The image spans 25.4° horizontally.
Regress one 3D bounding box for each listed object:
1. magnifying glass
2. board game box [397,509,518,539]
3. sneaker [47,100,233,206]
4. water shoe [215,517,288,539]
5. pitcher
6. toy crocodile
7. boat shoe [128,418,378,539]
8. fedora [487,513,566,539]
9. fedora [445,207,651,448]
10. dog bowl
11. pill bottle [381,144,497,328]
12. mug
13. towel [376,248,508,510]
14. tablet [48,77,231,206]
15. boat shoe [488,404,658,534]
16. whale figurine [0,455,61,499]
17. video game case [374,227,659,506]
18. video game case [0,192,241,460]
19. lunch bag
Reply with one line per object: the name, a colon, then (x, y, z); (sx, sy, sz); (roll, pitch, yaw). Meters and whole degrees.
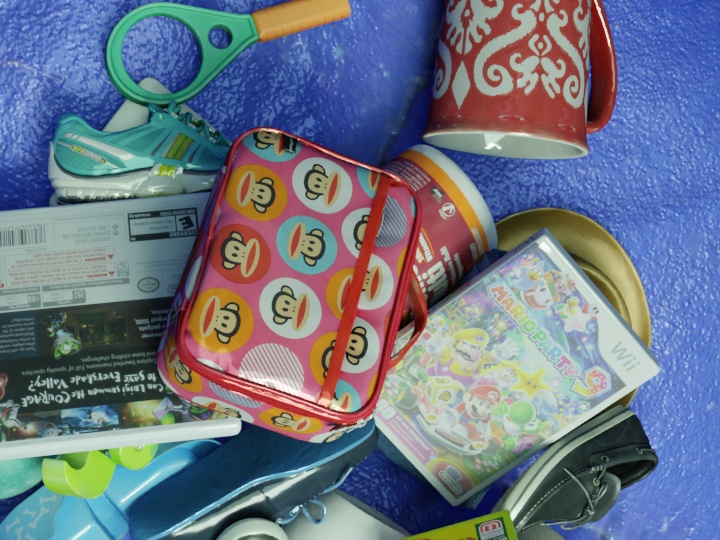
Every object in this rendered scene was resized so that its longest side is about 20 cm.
magnifying glass: (-0.102, -0.183, 1.242); (0.198, 0.022, 0.080); (-19, 88, -18)
board game box: (0.088, 0.283, 1.187); (0.101, 0.048, 0.202); (-15, 115, 3)
sneaker: (-0.135, -0.089, 1.204); (0.198, 0.077, 0.081); (-3, 82, -17)
water shoe: (-0.089, 0.279, 1.151); (0.071, 0.079, 0.202); (12, 105, -25)
pitcher: (-0.020, 0.286, 1.229); (0.171, 0.121, 0.201); (29, 87, 25)
toy crocodile: (-0.164, 0.077, 1.159); (0.201, 0.067, 0.062); (-59, 141, -17)
boat shoe: (-0.077, 0.163, 1.198); (0.198, 0.084, 0.069); (-23, 127, -9)
fedora: (0.126, 0.273, 1.286); (0.090, 0.176, 0.201); (-44, 122, -43)
fedora: (0.164, 0.050, 1.302); (0.199, 0.082, 0.203); (-1, 94, -15)
dog bowl: (-0.191, 0.182, 1.202); (0.199, 0.112, 0.050); (-38, 58, -11)
pill bottle: (0.000, 0.000, 1.233); (0.199, 0.109, 0.110); (-37, 102, -16)
mug: (0.129, -0.195, 1.277); (0.132, 0.177, 0.202); (4, 88, 20)
towel: (0.093, 0.087, 1.248); (0.111, 0.049, 0.201); (32, 118, 1)
tablet: (-0.129, -0.040, 1.251); (0.200, 0.014, 0.131); (39, 83, -14)
boat shoe: (0.169, 0.166, 1.245); (0.199, 0.075, 0.062); (-22, 65, -47)
whale figurine: (-0.309, 0.110, 1.162); (0.198, 0.104, 0.161); (-6, 95, -14)
video game case: (0.103, 0.077, 1.199); (0.199, 0.018, 0.143); (-36, 108, 20)
video game case: (-0.192, 0.038, 1.131); (0.198, 0.023, 0.183); (-5, 67, -7)
lunch bag: (-0.036, 0.015, 1.115); (0.175, 0.082, 0.202); (21, 63, -12)
